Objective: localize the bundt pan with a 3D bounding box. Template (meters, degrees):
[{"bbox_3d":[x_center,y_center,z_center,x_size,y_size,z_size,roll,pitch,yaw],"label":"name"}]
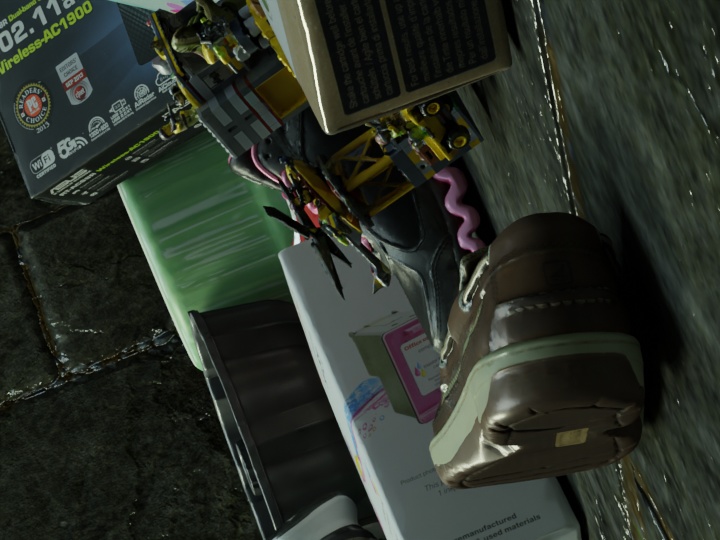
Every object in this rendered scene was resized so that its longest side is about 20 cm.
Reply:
[{"bbox_3d":[-0.035,0.107,1.584,0.202,0.075,0.203,161,90,-83],"label":"bundt pan"}]

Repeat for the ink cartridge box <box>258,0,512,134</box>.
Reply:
[{"bbox_3d":[-0.025,-0.173,0.901,0.165,0.075,0.201,75,171,-51],"label":"ink cartridge box"}]

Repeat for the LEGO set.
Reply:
[{"bbox_3d":[-0.045,-0.091,1.057,0.154,0.116,0.201,45,-167,-51],"label":"LEGO set"}]

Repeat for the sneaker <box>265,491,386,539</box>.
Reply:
[{"bbox_3d":[0.014,0.193,1.440,0.116,0.076,0.200,53,-176,19],"label":"sneaker"}]

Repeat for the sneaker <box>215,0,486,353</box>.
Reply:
[{"bbox_3d":[-0.008,-0.047,1.184,0.079,0.095,0.201,113,134,-82],"label":"sneaker"}]

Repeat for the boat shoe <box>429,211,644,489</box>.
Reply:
[{"bbox_3d":[0.062,0.026,0.913,0.202,0.074,0.075,113,149,-76],"label":"boat shoe"}]

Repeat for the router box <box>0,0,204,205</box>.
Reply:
[{"bbox_3d":[-0.136,-0.152,1.583,0.062,0.199,0.151,6,-123,-60],"label":"router box"}]

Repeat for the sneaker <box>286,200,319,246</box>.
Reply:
[{"bbox_3d":[0.000,0.000,1.445,0.116,0.078,0.201,-119,8,-70],"label":"sneaker"}]

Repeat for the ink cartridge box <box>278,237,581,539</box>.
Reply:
[{"bbox_3d":[0.038,0.085,1.328,0.145,0.084,0.201,75,173,-61],"label":"ink cartridge box"}]

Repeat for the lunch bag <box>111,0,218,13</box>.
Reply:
[{"bbox_3d":[-0.101,-0.194,1.301,0.170,0.199,0.123,98,-166,-78],"label":"lunch bag"}]

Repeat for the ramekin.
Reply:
[{"bbox_3d":[-0.094,-0.033,1.699,0.200,0.097,0.201,157,90,-87],"label":"ramekin"}]
